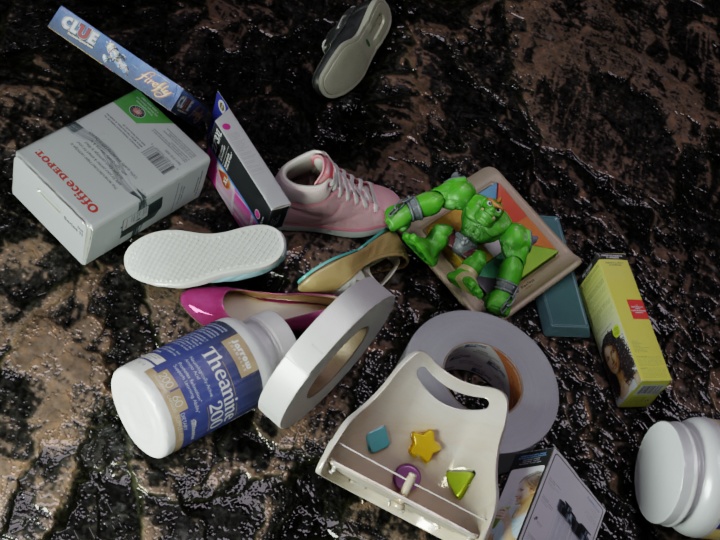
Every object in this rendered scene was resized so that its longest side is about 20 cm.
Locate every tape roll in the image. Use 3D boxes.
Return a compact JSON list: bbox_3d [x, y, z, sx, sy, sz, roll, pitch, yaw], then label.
[{"bbox_3d":[-0.038,0.094,1.406,0.037,0.203,0.203,41,52,12],"label":"tape roll"},{"bbox_3d":[0.140,0.149,1.516,0.200,0.066,0.201,10,53,-13],"label":"tape roll"}]

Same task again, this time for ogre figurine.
[{"bbox_3d":[0.139,-0.045,1.601,0.200,0.098,0.120,35,78,23],"label":"ogre figurine"}]

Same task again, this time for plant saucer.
[{"bbox_3d":[0.265,0.003,1.701,0.070,0.019,0.200,3,55,-17],"label":"plant saucer"}]

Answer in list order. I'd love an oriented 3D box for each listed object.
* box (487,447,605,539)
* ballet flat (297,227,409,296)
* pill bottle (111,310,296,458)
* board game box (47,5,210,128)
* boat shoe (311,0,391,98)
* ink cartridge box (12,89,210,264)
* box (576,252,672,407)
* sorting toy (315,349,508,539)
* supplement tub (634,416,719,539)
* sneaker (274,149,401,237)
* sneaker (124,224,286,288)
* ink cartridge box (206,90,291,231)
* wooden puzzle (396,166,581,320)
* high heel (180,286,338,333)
[{"bbox_3d":[0.197,0.313,1.387,0.117,0.060,0.200,49,48,-22],"label":"box"},{"bbox_3d":[0.000,0.000,1.560,0.063,0.069,0.200,54,41,4],"label":"ballet flat"},{"bbox_3d":[-0.170,0.121,1.397,0.200,0.111,0.111,-27,67,-33],"label":"pill bottle"},{"bbox_3d":[-0.302,-0.267,1.631,0.200,0.135,0.035,35,92,7],"label":"board game box"},{"bbox_3d":[-0.023,-0.325,1.824,0.068,0.072,0.200,6,50,32],"label":"boat shoe"},{"bbox_3d":[-0.312,-0.119,1.542,0.147,0.083,0.200,44,52,14],"label":"ink cartridge box"},{"bbox_3d":[0.347,0.077,1.638,0.050,0.075,0.200,1,54,-19],"label":"box"},{"bbox_3d":[0.077,0.192,1.390,0.200,0.107,0.180,28,80,1],"label":"sorting toy"},{"bbox_3d":[0.451,0.256,1.496,0.200,0.145,0.146,9,52,-13],"label":"supplement tub"},{"bbox_3d":[-0.027,-0.103,1.620,0.200,0.105,0.075,0,53,-21],"label":"sneaker"},{"bbox_3d":[-0.187,-0.010,1.526,0.200,0.082,0.074,-3,76,3],"label":"sneaker"},{"bbox_3d":[-0.158,-0.127,1.596,0.037,0.095,0.200,-17,62,-28],"label":"ink cartridge box"},{"bbox_3d":[0.175,-0.039,1.672,0.185,0.037,0.200,-33,70,-26],"label":"wooden puzzle"},{"bbox_3d":[-0.114,0.041,1.486,0.200,0.096,0.067,19,51,-5],"label":"high heel"}]
